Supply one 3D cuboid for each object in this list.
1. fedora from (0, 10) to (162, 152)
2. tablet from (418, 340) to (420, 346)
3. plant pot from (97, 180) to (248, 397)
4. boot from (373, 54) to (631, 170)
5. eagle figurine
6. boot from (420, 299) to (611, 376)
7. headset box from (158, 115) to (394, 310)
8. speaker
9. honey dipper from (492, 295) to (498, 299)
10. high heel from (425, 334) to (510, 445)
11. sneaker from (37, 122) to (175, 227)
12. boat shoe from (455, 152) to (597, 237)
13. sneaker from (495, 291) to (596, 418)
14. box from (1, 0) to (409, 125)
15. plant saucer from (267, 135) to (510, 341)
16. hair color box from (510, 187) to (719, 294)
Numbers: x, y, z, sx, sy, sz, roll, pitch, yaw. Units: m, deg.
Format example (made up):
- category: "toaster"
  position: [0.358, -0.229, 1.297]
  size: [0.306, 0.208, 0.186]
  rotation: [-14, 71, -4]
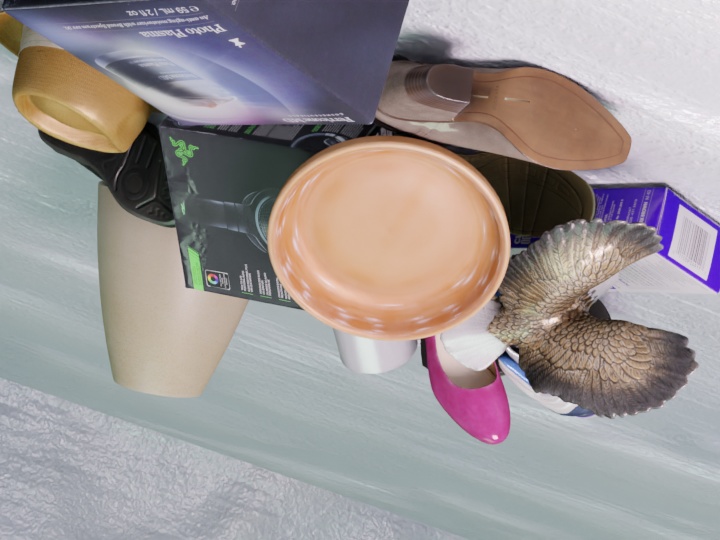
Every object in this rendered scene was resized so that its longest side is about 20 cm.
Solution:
- category: "fedora"
  position: [-0.244, -0.160, 1.660]
  size: [0.200, 0.082, 0.201]
  rotation: [16, 166, 4]
- category: "tablet"
  position: [-0.017, 0.042, 2.126]
  size: [0.200, 0.014, 0.130]
  rotation: [26, -169, 32]
- category: "plant pot"
  position: [-0.191, 0.023, 1.927]
  size: [0.186, 0.201, 0.187]
  rotation: [10, -175, -1]
- category: "boot"
  position: [0.099, -0.121, 1.495]
  size: [0.199, 0.071, 0.146]
  rotation: [21, 170, -14]
- category: "eagle figurine"
  position: [0.177, 0.033, 1.584]
  size: [0.151, 0.151, 0.200]
  rotation: [26, 173, -21]
- category: "boot"
  position: [0.174, 0.091, 1.968]
  size: [0.199, 0.078, 0.138]
  rotation: [-7, 157, 17]
- category: "headset box"
  position: [-0.072, -0.065, 1.650]
  size: [0.199, 0.093, 0.175]
  rotation: [11, 128, 22]
- category: "speaker"
  position: [0.000, 0.000, 1.796]
  size: [0.081, 0.081, 0.201]
  rotation: [8, 130, 29]
- category: "honey dipper"
  position: [0.111, 0.021, 1.737]
  size: [0.200, 0.038, 0.038]
  rotation: [39, 165, 3]
- category: "high heel"
  position: [0.098, 0.061, 1.761]
  size: [0.067, 0.201, 0.096]
  rotation: [-8, 148, -16]
- category: "sneaker"
  position: [-0.207, -0.101, 1.788]
  size: [0.199, 0.076, 0.114]
  rotation: [32, -170, 33]
- category: "boat shoe"
  position: [0.121, -0.070, 1.644]
  size: [0.200, 0.072, 0.066]
  rotation: [8, -176, 30]
- category: "sneaker"
  position: [0.161, 0.056, 1.821]
  size: [0.200, 0.081, 0.146]
  rotation: [53, -169, 25]
- category: "box"
  position: [-0.105, -0.193, 1.328]
  size: [0.199, 0.124, 0.198]
  rotation: [3, 162, 41]
- category: "plant saucer"
  position: [0.024, -0.030, 1.546]
  size: [0.199, 0.038, 0.201]
  rotation: [2, 126, 3]
- category: "hair color box"
  position: [0.218, -0.027, 1.690]
  size: [0.199, 0.065, 0.109]
  rotation: [-1, 158, 44]
